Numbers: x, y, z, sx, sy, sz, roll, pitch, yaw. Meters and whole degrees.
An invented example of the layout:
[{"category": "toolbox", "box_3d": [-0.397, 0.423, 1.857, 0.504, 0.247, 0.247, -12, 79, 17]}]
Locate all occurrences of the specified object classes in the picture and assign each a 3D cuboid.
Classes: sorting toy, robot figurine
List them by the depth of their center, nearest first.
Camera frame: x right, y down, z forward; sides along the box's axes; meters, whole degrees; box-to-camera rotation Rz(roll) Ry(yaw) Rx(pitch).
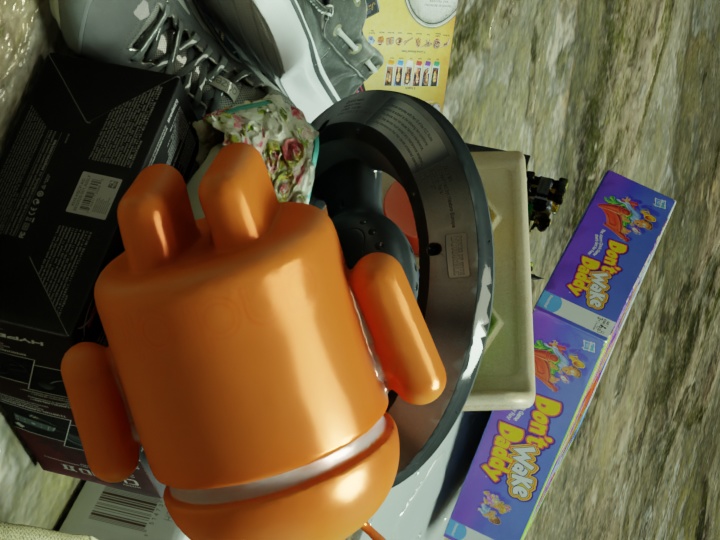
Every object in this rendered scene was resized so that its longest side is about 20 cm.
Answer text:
[{"category": "robot figurine", "box_3d": [-0.052, 0.047, 1.180, 0.144, 0.117, 0.200, -25, 106, -27]}, {"category": "sorting toy", "box_3d": [0.000, 0.000, 1.417, 0.037, 0.185, 0.200, 85, 5, -45]}]

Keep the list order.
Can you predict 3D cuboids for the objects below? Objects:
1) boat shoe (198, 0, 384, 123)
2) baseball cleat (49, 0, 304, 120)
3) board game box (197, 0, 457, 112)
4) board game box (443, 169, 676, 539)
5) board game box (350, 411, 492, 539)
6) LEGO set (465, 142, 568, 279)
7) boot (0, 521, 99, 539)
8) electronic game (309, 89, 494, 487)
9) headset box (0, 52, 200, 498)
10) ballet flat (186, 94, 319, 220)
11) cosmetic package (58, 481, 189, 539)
[{"category": "boat shoe", "box_3d": [-0.034, -0.137, 1.354, 0.071, 0.072, 0.200, -45, 164, -4]}, {"category": "baseball cleat", "box_3d": [-0.082, -0.105, 1.305, 0.070, 0.106, 0.200, -57, 158, -4]}, {"category": "board game box", "box_3d": [-0.018, -0.143, 1.494, 0.200, 0.035, 0.136, -3, 105, -51]}, {"category": "board game box", "box_3d": [0.115, 0.059, 1.515, 0.135, 0.045, 0.200, -58, 170, -45]}, {"category": "board game box", "box_3d": [0.024, 0.129, 1.496, 0.200, 0.026, 0.200, -29, 145, -63]}, {"category": "LEGO set", "box_3d": [0.018, -0.014, 1.573, 0.154, 0.200, 0.116, -85, -176, -69]}, {"category": "boot", "box_3d": [-0.134, 0.215, 1.288, 0.200, 0.073, 0.156, 29, 48, -44]}, {"category": "electronic game", "box_3d": [0.000, 0.011, 1.279, 0.042, 0.200, 0.200, 7, 95, -34]}, {"category": "headset box", "box_3d": [-0.123, 0.011, 1.301, 0.200, 0.075, 0.149, 69, 37, -59]}, {"category": "ballet flat", "box_3d": [-0.069, 0.012, 1.263, 0.064, 0.076, 0.200, 6, 93, -40]}, {"category": "cosmetic package", "box_3d": [-0.110, 0.192, 1.463, 0.200, 0.071, 0.102, 83, 25, -46]}]
